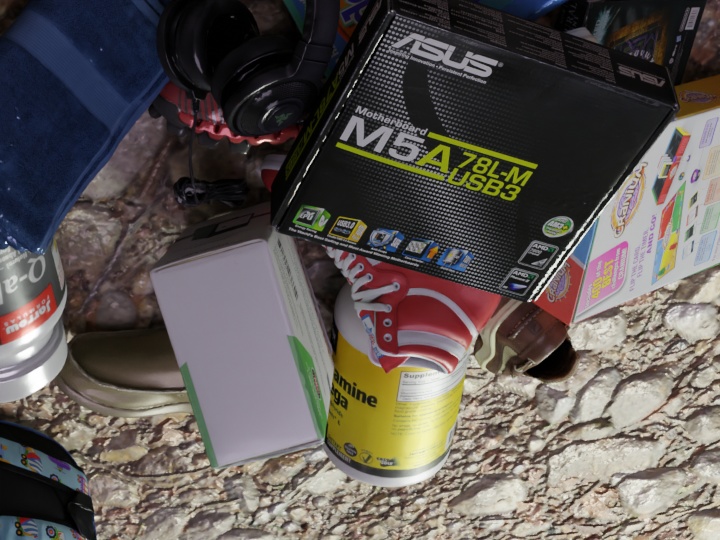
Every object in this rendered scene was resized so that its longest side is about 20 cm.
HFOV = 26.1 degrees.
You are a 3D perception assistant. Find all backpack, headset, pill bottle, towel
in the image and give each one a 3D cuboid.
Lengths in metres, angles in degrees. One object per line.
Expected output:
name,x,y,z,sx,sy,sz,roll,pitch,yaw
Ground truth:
backpack,-0.318,0.206,1.248,0.200,0.183,0.134,20,132,-40
headset,-0.071,-0.130,1.006,0.094,0.123,0.200,2,120,-49
pill bottle,0.030,0.068,1.242,0.112,0.113,0.200,-1,128,-11
pill bottle,-0.274,-0.008,1.111,0.115,0.116,0.200,-10,131,-4
towel,-0.197,-0.115,1.013,0.200,0.048,0.112,-55,130,-18

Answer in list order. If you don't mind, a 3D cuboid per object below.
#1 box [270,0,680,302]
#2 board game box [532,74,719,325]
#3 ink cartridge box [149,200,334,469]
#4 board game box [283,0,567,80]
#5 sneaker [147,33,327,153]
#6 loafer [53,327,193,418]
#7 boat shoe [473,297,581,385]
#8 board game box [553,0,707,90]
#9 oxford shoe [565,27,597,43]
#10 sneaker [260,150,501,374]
box,0.067,-0.076,0.986,0.199,0.048,0.193,16,136,-19
board game box,0.218,-0.057,1.147,0.200,0.040,0.153,-18,128,-41
ink cartridge box,-0.078,0.039,1.112,0.084,0.200,0.146,-16,99,4
board game box,0.045,-0.210,1.005,0.200,0.045,0.152,-31,88,13
sneaker,-0.047,-0.133,1.089,0.200,0.071,0.098,3,119,-8
loafer,-0.148,0.074,1.239,0.199,0.076,0.068,6,127,-30
boat shoe,0.135,0.063,1.225,0.075,0.075,0.202,-45,165,0
board game box,0.173,-0.107,1.123,0.135,0.028,0.201,-9,123,-41
oxford shoe,0.070,-0.098,1.033,0.200,0.075,0.058,-22,91,10
sneaker,0.000,0.000,1.115,0.200,0.071,0.113,27,80,3
